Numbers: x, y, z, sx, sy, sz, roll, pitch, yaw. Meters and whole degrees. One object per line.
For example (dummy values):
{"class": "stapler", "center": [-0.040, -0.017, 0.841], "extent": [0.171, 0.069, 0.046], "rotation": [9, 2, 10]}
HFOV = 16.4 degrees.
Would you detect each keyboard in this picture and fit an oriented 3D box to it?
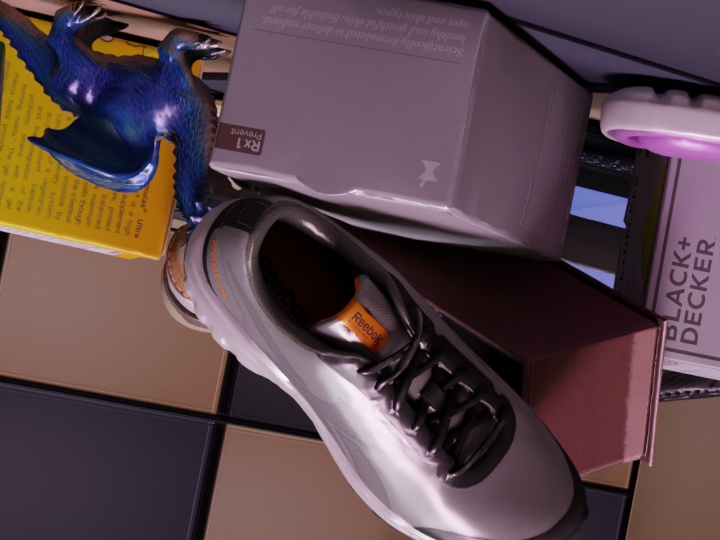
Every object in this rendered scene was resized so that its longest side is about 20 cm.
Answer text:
{"class": "keyboard", "center": [0.181, 0.006, 1.262], "extent": [0.199, 0.011, 0.056], "rotation": [15, -154, 19]}

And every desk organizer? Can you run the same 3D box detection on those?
{"class": "desk organizer", "center": [0.044, 0.025, 1.143], "extent": [0.077, 0.072, 0.200], "rotation": [-13, -151, -33]}

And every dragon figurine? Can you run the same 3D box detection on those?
{"class": "dragon figurine", "center": [-0.122, -0.072, 1.194], "extent": [0.199, 0.100, 0.059], "rotation": [16, 178, 4]}

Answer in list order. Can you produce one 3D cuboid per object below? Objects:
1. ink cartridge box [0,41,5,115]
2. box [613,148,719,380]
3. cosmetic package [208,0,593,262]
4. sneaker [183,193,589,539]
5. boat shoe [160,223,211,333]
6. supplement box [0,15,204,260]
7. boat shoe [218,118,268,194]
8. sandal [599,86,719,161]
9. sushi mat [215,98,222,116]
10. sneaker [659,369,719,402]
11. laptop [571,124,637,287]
{"class": "ink cartridge box", "center": [-0.273, -0.043, 1.166], "extent": [0.199, 0.083, 0.147], "rotation": [6, 142, -10]}
{"class": "box", "center": [0.220, 0.002, 1.148], "extent": [0.199, 0.117, 0.060], "rotation": [12, 177, -9]}
{"class": "cosmetic package", "center": [0.023, -0.059, 1.047], "extent": [0.106, 0.091, 0.200], "rotation": [11, 175, 16]}
{"class": "sneaker", "center": [0.012, 0.046, 1.004], "extent": [0.200, 0.074, 0.079], "rotation": [42, 163, -5]}
{"class": "boat shoe", "center": [0.000, 0.000, 1.278], "extent": [0.199, 0.075, 0.068], "rotation": [-3, 161, -12]}
{"class": "supplement box", "center": [-0.196, -0.079, 1.311], "extent": [0.199, 0.110, 0.109], "rotation": [13, 178, -14]}
{"class": "boat shoe", "center": [-0.044, -0.072, 1.310], "extent": [0.063, 0.071, 0.200], "rotation": [11, 170, -6]}
{"class": "sandal", "center": [0.201, -0.039, 1.067], "extent": [0.202, 0.050, 0.082], "rotation": [11, 178, 15]}
{"class": "sushi mat", "center": [-0.008, -0.083, 1.491], "extent": [0.199, 0.012, 0.096], "rotation": [9, 178, 36]}
{"class": "sneaker", "center": [0.151, 0.010, 1.206], "extent": [0.199, 0.105, 0.060], "rotation": [-6, 172, 2]}
{"class": "laptop", "center": [0.111, -0.018, 1.350], "extent": [0.176, 0.104, 0.200], "rotation": [12, 178, -23]}
